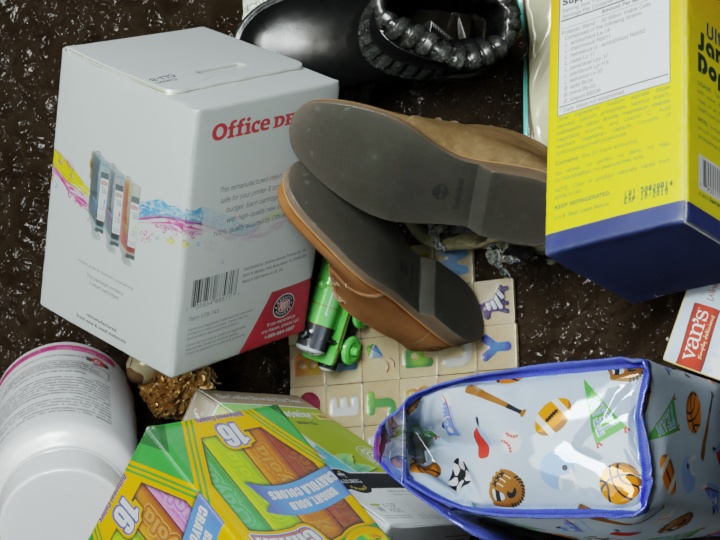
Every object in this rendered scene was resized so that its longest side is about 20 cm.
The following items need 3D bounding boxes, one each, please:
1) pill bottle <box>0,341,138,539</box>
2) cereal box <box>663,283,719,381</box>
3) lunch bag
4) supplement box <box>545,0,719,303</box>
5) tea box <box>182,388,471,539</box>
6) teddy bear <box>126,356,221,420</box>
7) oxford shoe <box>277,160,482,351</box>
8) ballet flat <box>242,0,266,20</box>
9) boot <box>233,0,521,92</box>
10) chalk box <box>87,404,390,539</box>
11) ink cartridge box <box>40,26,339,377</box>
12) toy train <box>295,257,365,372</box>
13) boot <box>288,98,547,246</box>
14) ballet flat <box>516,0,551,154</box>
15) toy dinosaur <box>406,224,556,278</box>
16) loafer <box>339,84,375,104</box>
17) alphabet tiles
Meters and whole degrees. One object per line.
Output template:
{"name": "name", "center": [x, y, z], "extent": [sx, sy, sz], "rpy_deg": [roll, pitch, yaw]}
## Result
{"name": "pill bottle", "center": [-0.224, 0.144, 1.437], "extent": [0.114, 0.113, 0.200], "rpy_deg": [-54, 20, 14]}
{"name": "cereal box", "center": [0.311, 0.024, 1.237], "extent": [0.199, 0.039, 0.145], "rpy_deg": [21, 92, 33]}
{"name": "lunch bag", "center": [0.131, 0.127, 1.260], "extent": [0.199, 0.170, 0.125], "rpy_deg": [-4, 76, 30]}
{"name": "supplement box", "center": [0.198, -0.096, 1.254], "extent": [0.108, 0.109, 0.201], "rpy_deg": [-14, 63, 39]}
{"name": "tea box", "center": [-0.057, 0.219, 1.379], "extent": [0.196, 0.133, 0.201], "rpy_deg": [32, 102, 30]}
{"name": "teddy bear", "center": [-0.154, 0.018, 1.512], "extent": [0.144, 0.067, 0.201], "rpy_deg": [15, 90, 35]}
{"name": "oxford shoe", "center": [0.000, 0.000, 1.344], "extent": [0.071, 0.200, 0.072], "rpy_deg": [-22, 38, 34]}
{"name": "ballet flat", "center": [-0.067, -0.178, 1.490], "extent": [0.071, 0.072, 0.201], "rpy_deg": [-2, 82, 32]}
{"name": "boot", "center": [0.007, -0.171, 1.343], "extent": [0.210, 0.158, 0.080], "rpy_deg": [-5, 93, 3]}
{"name": "chalk box", "center": [-0.063, 0.203, 1.220], "extent": [0.200, 0.124, 0.124], "rpy_deg": [46, 121, 28]}
{"name": "ink cartridge box", "center": [-0.123, -0.055, 1.346], "extent": [0.144, 0.145, 0.201], "rpy_deg": [26, 118, 34]}
{"name": "toy train", "center": [-0.004, -0.022, 1.424], "extent": [0.042, 0.056, 0.201], "rpy_deg": [16, 88, 33]}
{"name": "boot", "center": [0.049, -0.076, 1.303], "extent": [0.199, 0.076, 0.074], "rpy_deg": [18, 123, 1]}
{"name": "ballet flat", "center": [0.143, -0.164, 1.363], "extent": [0.069, 0.069, 0.201], "rpy_deg": [-9, 80, 30]}
{"name": "toy dinosaur", "center": [0.097, -0.025, 1.352], "extent": [0.199, 0.088, 0.048], "rpy_deg": [0, 99, 33]}
{"name": "loafer", "center": [-0.027, -0.126, 1.456], "extent": [0.072, 0.063, 0.201], "rpy_deg": [15, 91, 33]}
{"name": "alphabet tiles", "center": [0.029, 0.065, 1.426], "extent": [0.199, 0.006, 0.167], "rpy_deg": [-7, 80, 31]}
